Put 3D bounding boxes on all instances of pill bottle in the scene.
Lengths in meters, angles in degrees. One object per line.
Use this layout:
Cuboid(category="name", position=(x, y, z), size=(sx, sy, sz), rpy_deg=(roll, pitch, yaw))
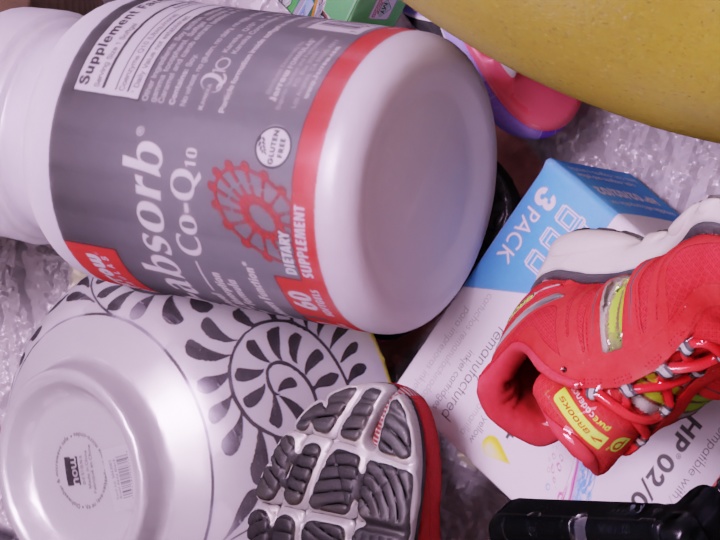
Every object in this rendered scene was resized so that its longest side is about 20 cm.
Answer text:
Cuboid(category="pill bottle", position=(-0.058, -0.045, 1.150), size=(0.200, 0.116, 0.116), rpy_deg=(10, 90, 32))

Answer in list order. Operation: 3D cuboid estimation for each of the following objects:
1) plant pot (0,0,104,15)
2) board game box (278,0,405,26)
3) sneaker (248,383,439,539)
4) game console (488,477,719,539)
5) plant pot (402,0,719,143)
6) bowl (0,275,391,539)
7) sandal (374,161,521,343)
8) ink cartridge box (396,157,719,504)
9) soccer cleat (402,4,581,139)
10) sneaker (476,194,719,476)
Cuboid(category="plant pot", position=(-0.173, -0.090, 1.300), size=(0.201, 0.093, 0.201), rpy_deg=(-16, 70, 54))
Cuboid(category="board game box", position=(0.001, -0.203, 1.169), size=(0.135, 0.029, 0.200), rpy_deg=(47, 123, 34))
Cuboid(category="sneaker", position=(0.009, 0.134, 1.156), size=(0.077, 0.085, 0.200), rpy_deg=(17, 112, 38))
Cuboid(category="game console", position=(0.174, 0.129, 1.039), size=(0.176, 0.116, 0.200), rpy_deg=(-5, 124, 57))
Cuboid(category="plant pot", position=(0.130, -0.127, 1.077), size=(0.142, 0.200, 0.200), rpy_deg=(44, 110, 4))
Cuboid(category="bowl", position=(-0.086, 0.079, 1.215), size=(0.201, 0.094, 0.201), rpy_deg=(8, 101, 42))
Cuboid(category="sandal", position=(0.000, 0.000, 1.228), size=(0.200, 0.045, 0.075), rpy_deg=(-31, 62, 43))
Cuboid(category="ink cartridge box", position=(0.123, 0.062, 1.116), size=(0.200, 0.068, 0.115), rpy_deg=(42, 108, 30))
Cuboid(category="soccer cleat", position=(0.028, -0.129, 1.212), size=(0.076, 0.067, 0.200), rpy_deg=(-49, 61, 44))
Cuboid(category="sneaker", position=(0.104, 0.032, 1.001), size=(0.085, 0.077, 0.200), rpy_deg=(-51, 13, -20))
